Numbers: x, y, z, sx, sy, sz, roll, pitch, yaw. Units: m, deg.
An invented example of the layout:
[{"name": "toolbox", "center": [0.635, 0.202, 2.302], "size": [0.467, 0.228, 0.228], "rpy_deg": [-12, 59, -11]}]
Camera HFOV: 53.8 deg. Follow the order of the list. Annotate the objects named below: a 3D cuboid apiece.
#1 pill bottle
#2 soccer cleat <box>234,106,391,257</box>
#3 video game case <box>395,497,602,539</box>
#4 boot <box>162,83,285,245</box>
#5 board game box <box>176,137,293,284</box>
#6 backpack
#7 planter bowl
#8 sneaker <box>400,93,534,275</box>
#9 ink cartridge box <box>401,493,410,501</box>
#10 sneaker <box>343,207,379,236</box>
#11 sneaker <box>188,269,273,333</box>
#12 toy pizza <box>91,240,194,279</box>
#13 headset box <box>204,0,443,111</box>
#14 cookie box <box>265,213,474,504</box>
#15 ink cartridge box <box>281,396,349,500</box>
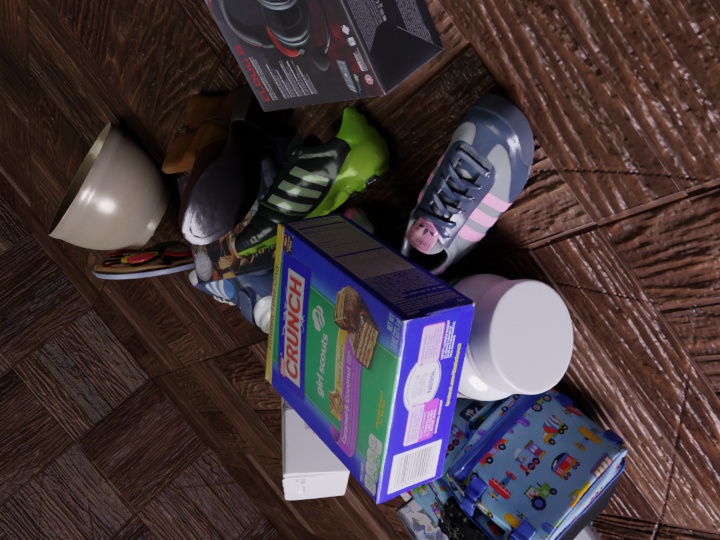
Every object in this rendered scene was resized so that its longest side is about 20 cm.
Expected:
[{"name": "pill bottle", "center": [0.096, 0.063, 0.672], "size": [0.114, 0.113, 0.199], "rpy_deg": [55, 153, -13]}, {"name": "soccer cleat", "center": [-0.058, -0.083, 0.702], "size": [0.199, 0.067, 0.082], "rpy_deg": [-32, 86, 28]}, {"name": "video game case", "center": [0.156, 0.300, 0.807], "size": [0.200, 0.025, 0.181], "rpy_deg": [-46, 63, 24]}, {"name": "boot", "center": [-0.184, -0.122, 0.791], "size": [0.068, 0.190, 0.199], "rpy_deg": [24, 171, -39]}, {"name": "board game box", "center": [-0.136, -0.064, 0.832], "size": [0.199, 0.034, 0.137], "rpy_deg": [-12, 90, 43]}, {"name": "backpack", "center": [0.137, 0.185, 0.710], "size": [0.200, 0.182, 0.135], "rpy_deg": [42, 151, 32]}, {"name": "planter bowl", "center": [-0.389, -0.114, 1.136], "size": [0.134, 0.202, 0.199], "rpy_deg": [30, 163, -28]}, {"name": "sneaker", "center": [0.078, -0.053, 0.578], "size": [0.070, 0.082, 0.201], "rpy_deg": [42, 153, 17]}, {"name": "ink cartridge box", "center": [0.076, 0.244, 0.982], "size": [0.201, 0.084, 0.144], "rpy_deg": [51, 155, -5]}, {"name": "sneaker", "center": [0.000, 0.000, 0.807], "size": [0.095, 0.080, 0.200], "rpy_deg": [27, 154, -3]}, {"name": "sneaker", "center": [-0.156, 0.039, 0.979], "size": [0.147, 0.080, 0.200], "rpy_deg": [57, 148, -5]}, {"name": "toy pizza", "center": [-0.343, -0.022, 1.176], "size": [0.199, 0.199, 0.032], "rpy_deg": [9, 108, 53]}, {"name": "headset box", "center": [-0.049, -0.214, 0.567], "size": [0.199, 0.075, 0.150], "rpy_deg": [11, 136, 52]}, {"name": "cookie box", "center": [-0.004, 0.066, 0.623], "size": [0.200, 0.075, 0.173], "rpy_deg": [36, 126, 48]}, {"name": "ink cartridge box", "center": [-0.060, 0.181, 0.921], "size": [0.147, 0.082, 0.202], "rpy_deg": [98, 170, -62]}]
